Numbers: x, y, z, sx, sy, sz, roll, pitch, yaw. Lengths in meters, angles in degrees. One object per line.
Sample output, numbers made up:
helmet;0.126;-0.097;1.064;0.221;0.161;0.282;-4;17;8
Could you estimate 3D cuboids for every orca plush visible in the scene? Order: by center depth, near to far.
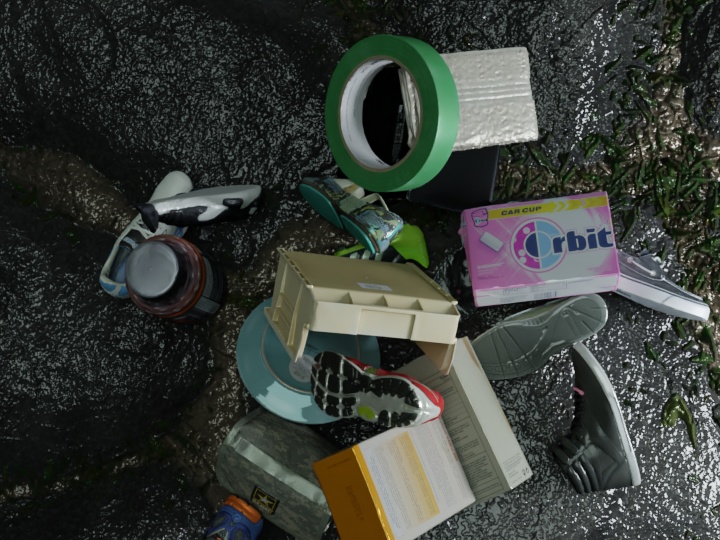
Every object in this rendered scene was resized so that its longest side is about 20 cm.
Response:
orca plush;-0.214;-0.068;1.358;0.104;0.199;0.072;9;108;31

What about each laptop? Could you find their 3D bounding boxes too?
laptop;0.085;-0.180;1.410;0.197;0.115;0.191;4;81;35

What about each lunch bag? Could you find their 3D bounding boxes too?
lunch bag;-0.093;0.259;1.271;0.163;0.200;0.119;32;86;8

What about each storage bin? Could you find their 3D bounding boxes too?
storage bin;0.000;0.051;1.243;0.196;0.199;0.095;7;105;-19

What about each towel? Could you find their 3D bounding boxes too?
towel;0.149;-0.232;1.361;0.197;0.034;0.135;-8;91;-19

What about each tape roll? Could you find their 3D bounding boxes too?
tape roll;0.038;-0.206;1.311;0.198;0.048;0.204;7;100;43

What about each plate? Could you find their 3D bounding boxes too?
plate;-0.067;0.108;1.330;0.196;0.026;0.203;6;56;-9

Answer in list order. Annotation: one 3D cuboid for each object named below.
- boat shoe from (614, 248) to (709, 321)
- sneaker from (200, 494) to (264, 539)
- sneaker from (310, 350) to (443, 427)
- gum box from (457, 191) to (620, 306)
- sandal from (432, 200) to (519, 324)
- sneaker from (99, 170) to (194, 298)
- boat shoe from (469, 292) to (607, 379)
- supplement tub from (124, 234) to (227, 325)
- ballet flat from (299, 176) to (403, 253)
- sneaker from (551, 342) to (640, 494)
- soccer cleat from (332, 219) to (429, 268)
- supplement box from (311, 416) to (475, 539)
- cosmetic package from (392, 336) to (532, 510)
boat shoe;0.376;0.005;1.328;0.197;0.072;0.069;23;86;16
sneaker;-0.184;0.367;1.283;0.075;0.202;0.078;33;46;17
sneaker;0.018;0.154;1.238;0.198;0.084;0.078;17;95;41
gum box;0.228;-0.026;1.295;0.196;0.066;0.116;-7;69;7
sandal;0.161;-0.014;1.359;0.075;0.048;0.201;37;87;9
sneaker;-0.297;-0.051;1.400;0.071;0.073;0.202;29;85;10
boat shoe;0.234;0.086;1.337;0.200;0.065;0.075;-28;92;6
supplement tub;-0.248;0.012;1.321;0.105;0.200;0.109;-1;82;6
ballet flat;-0.009;-0.086;1.348;0.074;0.074;0.200;-48;46;-2
sneaker;0.287;0.201;1.294;0.098;0.071;0.203;-20;95;0
soccer cleat;0.000;0.000;1.368;0.197;0.068;0.082;-22;93;2
supplement box;0.043;0.257;1.205;0.073;0.199;0.128;-28;79;34
cosmetic package;0.131;0.201;1.303;0.104;0.071;0.203;-30;79;33
